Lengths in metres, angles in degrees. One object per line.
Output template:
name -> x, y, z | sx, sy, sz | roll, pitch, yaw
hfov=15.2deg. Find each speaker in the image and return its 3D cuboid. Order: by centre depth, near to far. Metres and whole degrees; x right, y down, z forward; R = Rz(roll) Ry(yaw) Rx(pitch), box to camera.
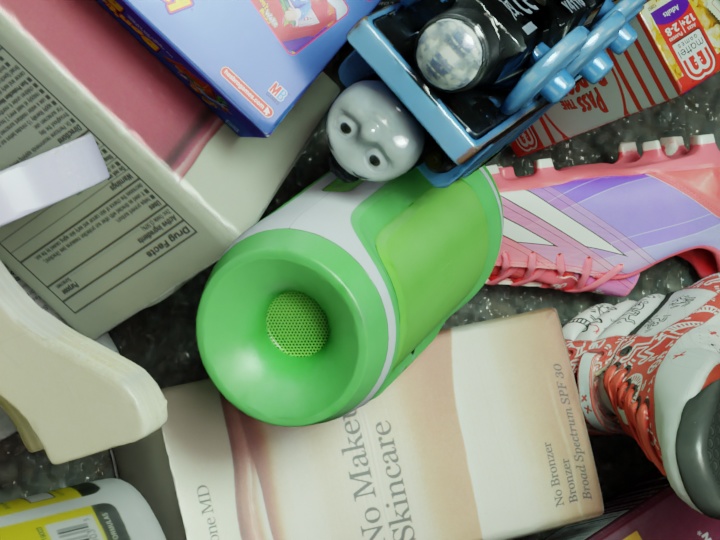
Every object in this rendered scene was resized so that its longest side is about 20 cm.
speaker -> 0.000, 0.000, 1.143 | 0.089, 0.088, 0.200 | 54, 24, -2

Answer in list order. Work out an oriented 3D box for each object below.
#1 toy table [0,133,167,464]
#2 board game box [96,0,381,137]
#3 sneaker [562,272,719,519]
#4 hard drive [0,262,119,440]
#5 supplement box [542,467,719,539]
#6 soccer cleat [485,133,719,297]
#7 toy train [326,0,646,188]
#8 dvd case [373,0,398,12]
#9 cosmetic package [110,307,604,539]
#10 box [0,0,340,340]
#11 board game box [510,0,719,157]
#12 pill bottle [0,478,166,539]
toy table -> -0.171, 0.033, 1.096 | 0.183, 0.199, 0.118 | -28, 98, -47
board game box -> -0.071, -0.170, 1.092 | 0.200, 0.045, 0.135 | 43, 80, -15
sneaker -> 0.134, 0.063, 1.225 | 0.202, 0.107, 0.068 | -56, 129, -61
hard drive -> -0.208, -0.012, 1.199 | 0.131, 0.025, 0.201 | -29, 90, -23
supplement box -> 0.164, 0.146, 1.267 | 0.199, 0.086, 0.111 | -30, 90, -22
soccer cleat -> 0.091, -0.017, 1.290 | 0.199, 0.067, 0.077 | -11, 92, -22
toy train -> 0.049, -0.089, 1.123 | 0.087, 0.114, 0.200 | 46, 25, 2
dvd case -> -0.011, -0.173, 1.234 | 0.199, 0.022, 0.146 | -6, 54, -45
cosmetic package -> -0.003, 0.087, 1.219 | 0.199, 0.087, 0.104 | -13, 85, -21
box -> -0.131, -0.089, 1.165 | 0.200, 0.128, 0.109 | 44, 49, -15
board game box -> 0.171, -0.132, 1.284 | 0.199, 0.151, 0.047 | -33, 97, -26
pill bottle -> -0.179, 0.162, 1.126 | 0.199, 0.112, 0.113 | -12, 83, -21
